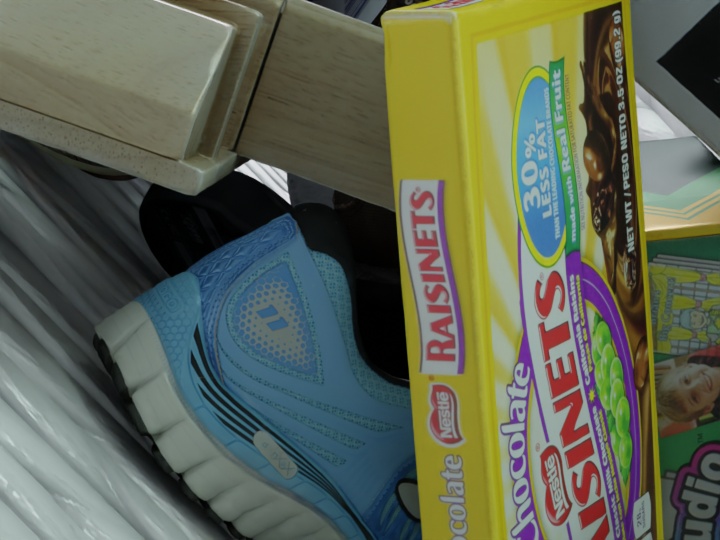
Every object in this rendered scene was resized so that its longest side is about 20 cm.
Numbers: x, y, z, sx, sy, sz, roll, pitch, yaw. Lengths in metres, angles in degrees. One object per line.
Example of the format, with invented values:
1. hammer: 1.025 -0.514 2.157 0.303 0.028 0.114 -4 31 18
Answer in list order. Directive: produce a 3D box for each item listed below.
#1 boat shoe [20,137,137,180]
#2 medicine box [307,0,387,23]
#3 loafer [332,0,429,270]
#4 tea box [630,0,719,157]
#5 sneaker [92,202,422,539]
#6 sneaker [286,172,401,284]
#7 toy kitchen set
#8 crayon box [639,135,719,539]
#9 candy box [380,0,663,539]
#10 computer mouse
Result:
1. boat shoe: -0.115 -0.103 0.871 0.202 0.075 0.075 50 2 22
2. medicine box: -0.074 -0.168 0.944 0.199 0.103 0.182 31 -17 9
3. loafer: 0.026 -0.081 0.889 0.073 0.071 0.201 52 37 -35
4. tea box: 0.121 -0.148 0.791 0.200 0.134 0.197 40 28 -12
5. sneaker: 0.020 0.054 0.730 0.200 0.090 0.078 42 8 -41
6. sneaker: 0.027 0.039 0.911 0.201 0.075 0.114 -99 168 -47
7. toy kitchen set: -0.049 -0.123 0.680 0.199 0.181 0.163 20 7 0
8. crayon box: 0.101 0.070 0.834 0.173 0.058 0.201 -101 -175 -79
9. candy box: 0.046 0.026 0.692 0.102 0.026 0.201 -21 110 -55
10. computer mouse: 0.000 0.000 0.818 0.200 0.034 0.059 19 -36 46
